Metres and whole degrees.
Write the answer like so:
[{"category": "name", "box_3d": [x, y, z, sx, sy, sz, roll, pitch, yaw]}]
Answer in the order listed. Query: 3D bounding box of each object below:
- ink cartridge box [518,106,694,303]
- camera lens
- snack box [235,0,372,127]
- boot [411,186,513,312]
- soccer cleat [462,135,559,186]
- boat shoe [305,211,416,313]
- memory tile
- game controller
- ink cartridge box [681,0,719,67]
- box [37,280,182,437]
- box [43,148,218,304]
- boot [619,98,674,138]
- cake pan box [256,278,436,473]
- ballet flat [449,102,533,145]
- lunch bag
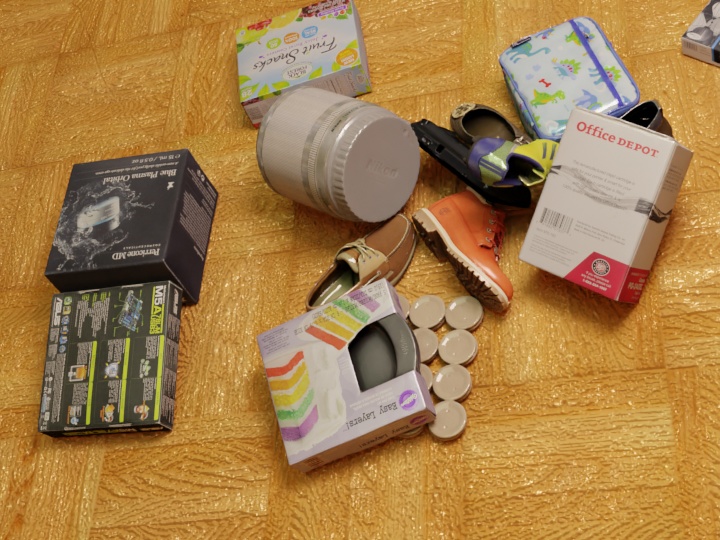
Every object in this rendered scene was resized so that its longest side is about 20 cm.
[{"category": "ink cartridge box", "box_3d": [0.300, -0.080, 1.395, 0.144, 0.083, 0.202, 25, 100, 33]}, {"category": "camera lens", "box_3d": [-0.035, -0.160, 1.572, 0.199, 0.160, 0.160, 24, 67, 44]}, {"category": "snack box", "box_3d": [-0.091, -0.330, 1.785, 0.198, 0.068, 0.170, -16, 53, 12]}, {"category": "boot", "box_3d": [0.158, -0.035, 1.487, 0.106, 0.075, 0.201, -30, 50, -7]}, {"category": "soccer cleat", "box_3d": [0.213, -0.128, 1.441, 0.084, 0.199, 0.065, 39, 117, 37]}, {"category": "boat shoe", "box_3d": [0.000, 0.000, 1.519, 0.075, 0.074, 0.201, 28, 71, 33]}, {"category": "memory tile", "box_3d": [0.073, 0.120, 1.446, 0.151, 0.017, 0.202, 0, 58, 21]}, {"category": "game controller", "box_3d": [0.146, -0.143, 1.550, 0.200, 0.104, 0.042, 44, 107, 37]}, {"category": "ink cartridge box", "box_3d": [0.540, -0.365, 1.583, 0.099, 0.039, 0.200, 28, 70, 34]}, {"category": "box", "box_3d": [-0.342, 0.122, 1.564, 0.190, 0.048, 0.203, -6, 69, 16]}, {"category": "box", "box_3d": [-0.329, -0.056, 1.660, 0.194, 0.118, 0.202, -6, 56, 17]}, {"category": "boot", "box_3d": [0.316, -0.146, 1.482, 0.199, 0.097, 0.075, -32, 52, -2]}, {"category": "cake pan box", "box_3d": [-0.017, 0.129, 1.420, 0.198, 0.052, 0.186, -23, 64, 12]}, {"category": "ballet flat", "box_3d": [0.183, -0.193, 1.582, 0.067, 0.046, 0.200, -38, 41, -2]}, {"category": "lunch bag", "box_3d": [0.291, -0.251, 1.576, 0.159, 0.083, 0.202, -20, 53, 4]}]
